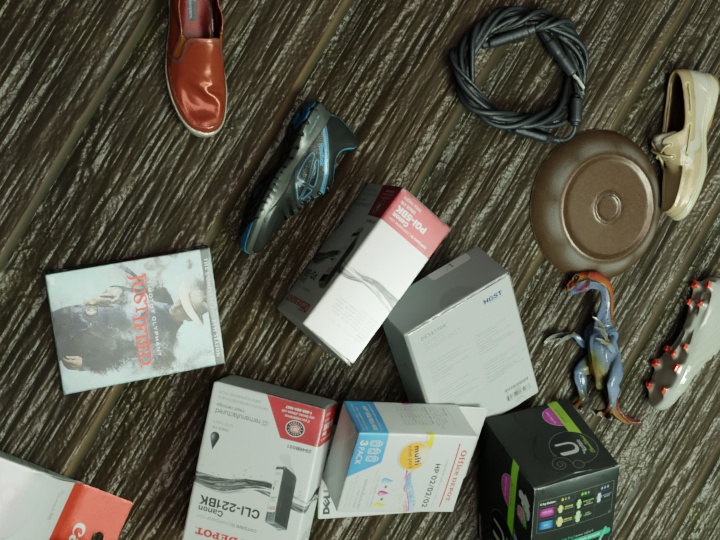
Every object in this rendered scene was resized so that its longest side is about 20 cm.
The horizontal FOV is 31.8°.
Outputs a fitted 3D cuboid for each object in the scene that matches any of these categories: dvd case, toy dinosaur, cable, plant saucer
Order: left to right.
[{"bbox_3d":[-0.267,0.058,1.508,0.197,0.022,0.149,-9,99,-18],"label":"dvd case"},{"bbox_3d":[0.206,-0.256,1.611,0.197,0.051,0.166,14,92,-19],"label":"cable"},{"bbox_3d":[0.313,0.100,1.693,0.199,0.104,0.185,19,84,-53],"label":"toy dinosaur"},{"bbox_3d":[0.322,-0.085,1.679,0.197,0.037,0.204,-2,97,-19],"label":"plant saucer"}]

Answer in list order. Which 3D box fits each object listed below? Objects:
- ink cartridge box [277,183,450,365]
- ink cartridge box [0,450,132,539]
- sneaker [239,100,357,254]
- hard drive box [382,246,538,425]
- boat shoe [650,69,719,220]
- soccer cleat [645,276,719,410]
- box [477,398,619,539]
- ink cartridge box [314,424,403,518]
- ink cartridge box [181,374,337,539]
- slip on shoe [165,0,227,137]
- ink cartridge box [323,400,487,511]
[{"bbox_3d":[0.000,0.000,1.523,0.083,0.147,0.201,38,84,-16],"label":"ink cartridge box"},{"bbox_3d":[-0.387,0.316,1.486,0.198,0.057,0.165,25,89,-15],"label":"ink cartridge box"},{"bbox_3d":[-0.075,-0.101,1.525,0.081,0.073,0.202,32,87,-21],"label":"sneaker"},{"bbox_3d":[0.125,0.099,1.577,0.154,0.077,0.202,-29,128,-14],"label":"hard drive box"},{"bbox_3d":[0.421,-0.171,1.686,0.068,0.074,0.204,13,83,-18],"label":"boat shoe"},{"bbox_3d":[0.461,0.107,1.734,0.077,0.069,0.202,29,84,-22],"label":"soccer cleat"},{"bbox_3d":[0.235,0.295,1.606,0.122,0.149,0.203,-12,122,-17],"label":"box"},{"bbox_3d":[-0.016,0.252,1.594,0.197,0.059,0.106,1,97,-18],"label":"ink cartridge box"},{"bbox_3d":[-0.121,0.243,1.520,0.142,0.084,0.204,13,94,8],"label":"ink cartridge box"},{"bbox_3d":[-0.189,-0.257,1.474,0.073,0.061,0.204,-5,99,-19],"label":"slip on shoe"},{"bbox_3d":[0.065,0.227,1.532,0.197,0.068,0.117,4,117,-23],"label":"ink cartridge box"}]
